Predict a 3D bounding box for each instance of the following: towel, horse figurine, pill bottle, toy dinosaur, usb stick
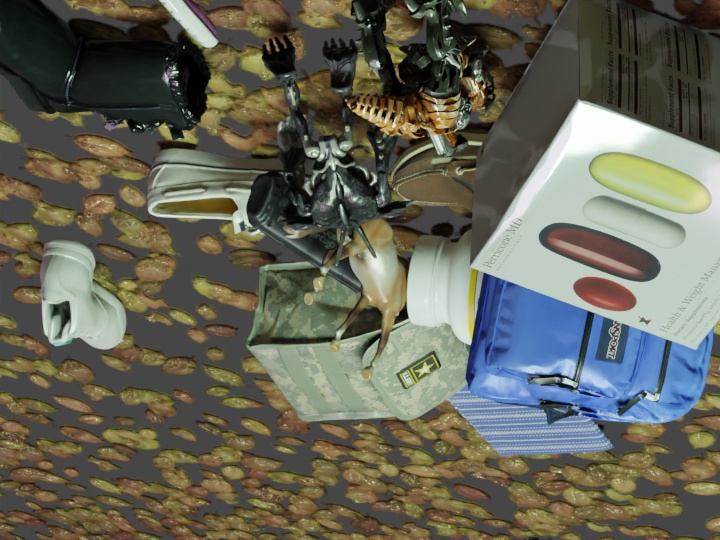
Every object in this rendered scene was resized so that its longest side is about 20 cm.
[{"bbox_3d":[0.181,0.152,2.148,0.145,0.024,0.200,-4,149,26],"label":"towel"},{"bbox_3d":[0.000,0.000,1.761,0.050,0.133,0.200,8,143,34],"label":"horse figurine"},{"bbox_3d":[0.149,0.018,1.803,0.200,0.113,0.112,6,152,15],"label":"pill bottle"},{"bbox_3d":[0.052,-0.150,1.498,0.102,0.136,0.200,-9,-170,11],"label":"toy dinosaur"},{"bbox_3d":[-0.039,-0.033,1.770,0.033,0.056,0.200,15,169,34],"label":"usb stick"}]

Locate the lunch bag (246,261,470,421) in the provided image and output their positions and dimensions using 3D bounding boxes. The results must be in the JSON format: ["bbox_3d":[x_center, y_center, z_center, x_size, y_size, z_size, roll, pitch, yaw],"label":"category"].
[{"bbox_3d":[0.010,0.072,1.969,0.200,0.118,0.164,-3,149,18],"label":"lunch bag"}]

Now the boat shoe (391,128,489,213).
[{"bbox_3d":[0.104,-0.078,1.683,0.202,0.075,0.075,-13,143,41],"label":"boat shoe"}]

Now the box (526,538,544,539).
[{"bbox_3d":[0.316,0.412,2.508,0.200,0.079,0.141,3,148,18],"label":"box"}]

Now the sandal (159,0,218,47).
[{"bbox_3d":[-0.154,-0.246,1.507,0.050,0.082,0.203,-38,137,2],"label":"sandal"}]

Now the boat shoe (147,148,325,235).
[{"bbox_3d":[-0.100,-0.064,1.804,0.200,0.070,0.071,8,153,4],"label":"boat shoe"}]

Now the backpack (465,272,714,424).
[{"bbox_3d":[0.199,0.055,1.648,0.200,0.163,0.168,11,-173,0],"label":"backpack"}]

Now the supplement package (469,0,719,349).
[{"bbox_3d":[0.215,-0.077,1.505,0.200,0.147,0.191,19,132,-11],"label":"supplement package"}]

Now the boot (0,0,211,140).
[{"bbox_3d":[-0.224,-0.178,1.646,0.162,0.073,0.198,7,159,16],"label":"boot"}]

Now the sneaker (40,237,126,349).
[{"bbox_3d":[-0.308,0.049,2.094,0.075,0.089,0.200,5,152,13],"label":"sneaker"}]

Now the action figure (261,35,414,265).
[{"bbox_3d":[-0.020,-0.106,1.653,0.119,0.102,0.200,-5,128,10],"label":"action figure"}]
